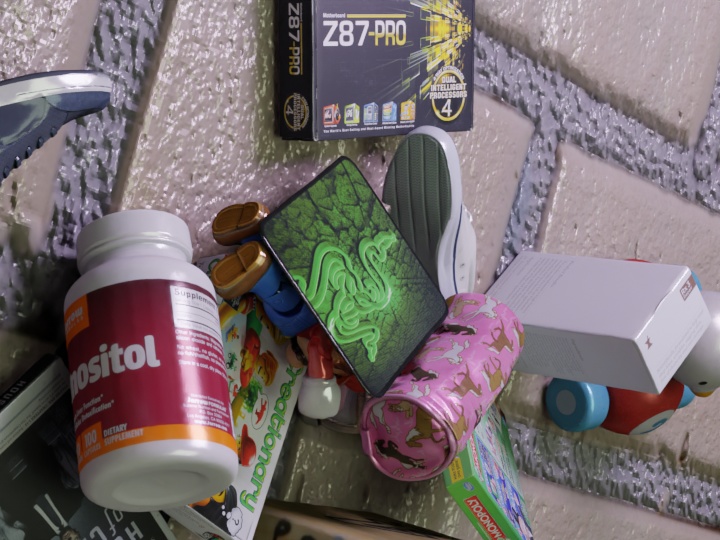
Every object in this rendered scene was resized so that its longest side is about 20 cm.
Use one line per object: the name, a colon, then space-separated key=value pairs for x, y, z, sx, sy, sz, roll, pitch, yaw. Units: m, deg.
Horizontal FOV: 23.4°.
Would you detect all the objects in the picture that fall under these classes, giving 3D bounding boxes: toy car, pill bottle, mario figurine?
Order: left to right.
pill bottle: x=-0.155 y=0.063 z=1.253 sx=0.113 sy=0.113 sz=0.200 roll=17 pitch=53 yaw=-44
mario figurine: x=-0.055 y=0.039 z=1.363 sx=0.200 sy=0.106 sz=0.124 roll=45 pitch=66 yaw=-39
toy car: x=0.314 y=0.084 z=1.693 sx=0.184 sy=0.200 sz=0.177 roll=-6 pitch=100 yaw=-43

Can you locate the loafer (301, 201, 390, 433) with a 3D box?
loafer: x=0.004 y=0.039 z=1.466 sx=0.072 sy=0.063 sz=0.200 roll=30 pitch=75 yaw=-80

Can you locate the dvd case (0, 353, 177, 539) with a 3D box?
dvd case: x=-0.229 y=0.184 z=1.272 sx=0.150 sy=0.025 sz=0.200 roll=-46 pitch=124 yaw=-30

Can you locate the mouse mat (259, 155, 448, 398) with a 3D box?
mouse mat: x=0.000 y=0.000 z=1.364 sx=0.161 sy=0.008 sz=0.200 roll=56 pitch=29 yaw=-6

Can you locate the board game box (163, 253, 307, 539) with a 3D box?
board game box: x=-0.108 y=0.104 z=1.368 sx=0.126 sy=0.035 sz=0.200 roll=43 pitch=52 yaw=-39

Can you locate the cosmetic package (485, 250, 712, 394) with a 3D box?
cosmetic package: x=0.206 y=0.045 z=1.582 sx=0.102 sy=0.200 sz=0.074 roll=-48 pitch=126 yaw=-28

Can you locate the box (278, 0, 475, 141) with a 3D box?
box: x=0.016 y=-0.194 z=1.468 sx=0.200 sy=0.049 sz=0.161 roll=-7 pitch=99 yaw=-44

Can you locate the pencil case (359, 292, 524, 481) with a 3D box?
pencil case: x=0.068 y=0.093 z=1.422 sx=0.083 sy=0.087 sz=0.200 roll=45 pitch=33 yaw=-3

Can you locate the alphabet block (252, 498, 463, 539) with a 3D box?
alphabet block: x=0.001 y=0.303 z=1.422 sx=0.196 sy=0.200 sz=0.196 roll=18 pitch=83 yaw=-44

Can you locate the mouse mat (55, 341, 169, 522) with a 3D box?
mouse mat: x=-0.204 y=0.169 z=1.327 sx=0.161 sy=0.008 sz=0.200 roll=30 pitch=74 yaw=-42

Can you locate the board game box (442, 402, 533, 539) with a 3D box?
board game box: x=0.102 y=0.156 z=1.527 sx=0.135 sy=0.029 sz=0.200 roll=54 pitch=16 yaw=-34

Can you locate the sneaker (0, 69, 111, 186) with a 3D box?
sneaker: x=-0.252 y=-0.057 z=1.197 sx=0.202 sy=0.077 sz=0.146 roll=-18 pitch=97 yaw=-31

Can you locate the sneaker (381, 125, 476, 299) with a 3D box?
sneaker: x=0.064 y=-0.043 z=1.519 sx=0.071 sy=0.073 sz=0.200 roll=-44 pitch=143 yaw=-47
